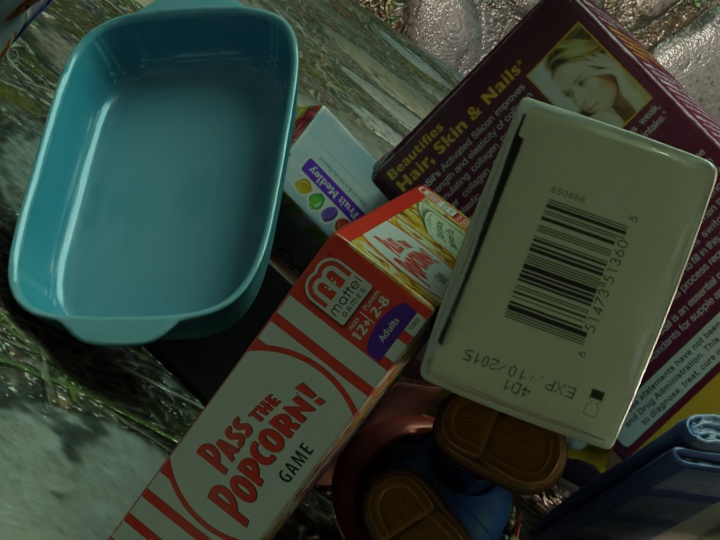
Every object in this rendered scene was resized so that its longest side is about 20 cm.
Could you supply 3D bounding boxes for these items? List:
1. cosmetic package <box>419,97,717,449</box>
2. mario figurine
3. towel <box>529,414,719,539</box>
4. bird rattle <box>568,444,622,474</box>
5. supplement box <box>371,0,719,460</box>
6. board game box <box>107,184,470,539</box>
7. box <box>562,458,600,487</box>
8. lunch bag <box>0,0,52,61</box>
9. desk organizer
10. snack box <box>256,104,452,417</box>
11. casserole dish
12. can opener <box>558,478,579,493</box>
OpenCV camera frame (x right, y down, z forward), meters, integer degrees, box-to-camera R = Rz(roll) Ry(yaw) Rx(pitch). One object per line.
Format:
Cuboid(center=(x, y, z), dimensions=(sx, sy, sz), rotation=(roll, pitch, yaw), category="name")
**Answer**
Cuboid(center=(0.081, 0.001, 0.687), dimensions=(0.071, 0.105, 0.200), rotation=(21, 1, 7), category="cosmetic package")
Cuboid(center=(0.048, 0.104, 0.750), dimensions=(0.200, 0.123, 0.106), rotation=(97, -20, -81), category="mario figurine")
Cuboid(center=(0.192, 0.104, 0.785), dimensions=(0.199, 0.147, 0.024), rotation=(9, 64, -17), category="towel")
Cuboid(center=(0.182, 0.134, 0.946), dimensions=(0.200, 0.113, 0.163), rotation=(48, 23, -11), category="bird rattle")
Cuboid(center=(0.125, -0.015, 0.848), dimensions=(0.200, 0.131, 0.103), rotation=(50, 16, 17), category="supplement box")
Cuboid(center=(-0.017, 0.046, 0.711), dimensions=(0.046, 0.152, 0.200), rotation=(37, 11, 3), category="board game box")
Cuboid(center=(0.206, 0.050, 1.050), dimensions=(0.148, 0.200, 0.104), rotation=(28, 37, -4), category="box")
Cuboid(center=(-0.214, -0.161, 0.890), dimensions=(0.124, 0.170, 0.200), rotation=(46, 16, 19), category="lunch bag")
Cuboid(center=(-0.060, 0.017, 0.894), dimensions=(0.200, 0.072, 0.077), rotation=(42, 11, 22), category="desk organizer")
Cuboid(center=(0.000, 0.000, 0.956), dimensions=(0.200, 0.053, 0.142), rotation=(46, -19, -22), category="snack box")
Cuboid(center=(-0.089, -0.042, 0.835), dimensions=(0.039, 0.121, 0.200), rotation=(70, 24, -53), category="casserole dish")
Cuboid(center=(0.074, 0.076, 1.135), dimensions=(0.200, 0.053, 0.067), rotation=(35, 46, -2), category="can opener")
